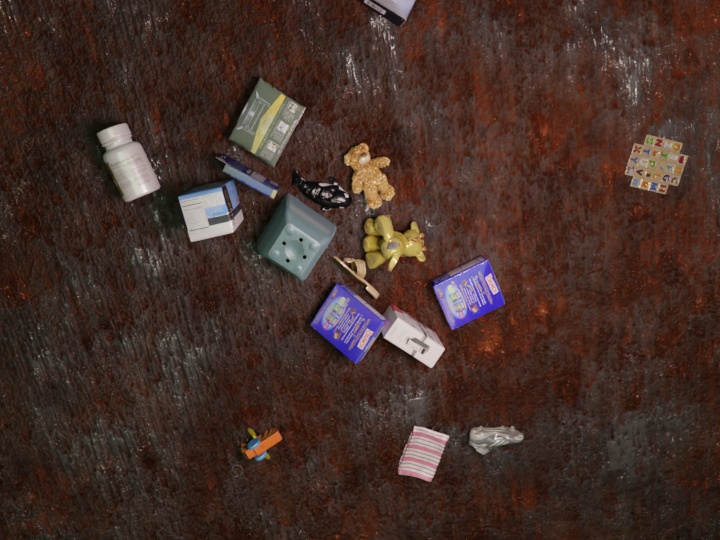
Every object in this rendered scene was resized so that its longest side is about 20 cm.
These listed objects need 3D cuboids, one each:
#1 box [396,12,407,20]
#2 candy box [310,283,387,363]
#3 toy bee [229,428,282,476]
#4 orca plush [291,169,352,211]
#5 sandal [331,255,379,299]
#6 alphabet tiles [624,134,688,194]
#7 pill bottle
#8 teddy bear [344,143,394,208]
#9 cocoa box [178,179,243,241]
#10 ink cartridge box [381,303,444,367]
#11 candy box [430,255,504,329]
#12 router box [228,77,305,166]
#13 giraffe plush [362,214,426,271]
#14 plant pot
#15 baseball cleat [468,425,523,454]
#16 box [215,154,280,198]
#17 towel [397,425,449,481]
[{"bbox_3d":[0.079,-0.825,1.443,0.197,0.123,0.201,25,101,-12],"label":"box"},{"bbox_3d":[-0.036,0.170,1.701,0.199,0.077,0.171,38,102,16],"label":"candy box"},{"bbox_3d":[-0.377,0.613,1.837,0.197,0.108,0.134,-11,100,-28],"label":"toy bee"},{"bbox_3d":[-0.116,-0.245,1.617,0.198,0.071,0.106,35,100,-13],"label":"orca plush"},{"bbox_3d":[-0.002,-0.001,1.709,0.212,0.077,0.070,45,78,-21],"label":"sandal"},{"bbox_3d":[0.968,-0.346,1.718,0.196,0.006,0.170,10,104,-8],"label":"alphabet tiles"},{"bbox_3d":[-0.677,-0.313,1.526,0.112,0.115,0.203,-20,107,1],"label":"pill bottle"},{"bbox_3d":[0.031,-0.291,1.620,0.142,0.067,0.204,-14,107,-4],"label":"teddy bear"},{"bbox_3d":[-0.433,-0.182,1.540,0.130,0.200,0.134,-12,107,0],"label":"cocoa box"},{"bbox_3d":[0.167,0.213,1.735,0.198,0.147,0.084,34,100,-14],"label":"ink cartridge box"},{"bbox_3d":[0.354,0.072,1.740,0.197,0.077,0.172,-25,106,3],"label":"candy box"},{"bbox_3d":[-0.276,-0.437,1.557,0.156,0.052,0.202,30,101,-13],"label":"router box"},{"bbox_3d":[0.120,-0.088,1.653,0.160,0.199,0.177,-6,105,-33],"label":"giraffe plush"},{"bbox_3d":[-0.198,-0.085,1.590,0.195,0.200,0.197,33,102,-13],"label":"plant pot"},{"bbox_3d":[0.495,0.624,1.931,0.195,0.070,0.109,6,113,3],"label":"baseball cleat"},{"bbox_3d":[-0.336,-0.281,1.562,0.197,0.121,0.033,29,103,-12],"label":"box"},{"bbox_3d":[0.231,0.678,1.935,0.143,0.030,0.204,16,104,-10],"label":"towel"}]
